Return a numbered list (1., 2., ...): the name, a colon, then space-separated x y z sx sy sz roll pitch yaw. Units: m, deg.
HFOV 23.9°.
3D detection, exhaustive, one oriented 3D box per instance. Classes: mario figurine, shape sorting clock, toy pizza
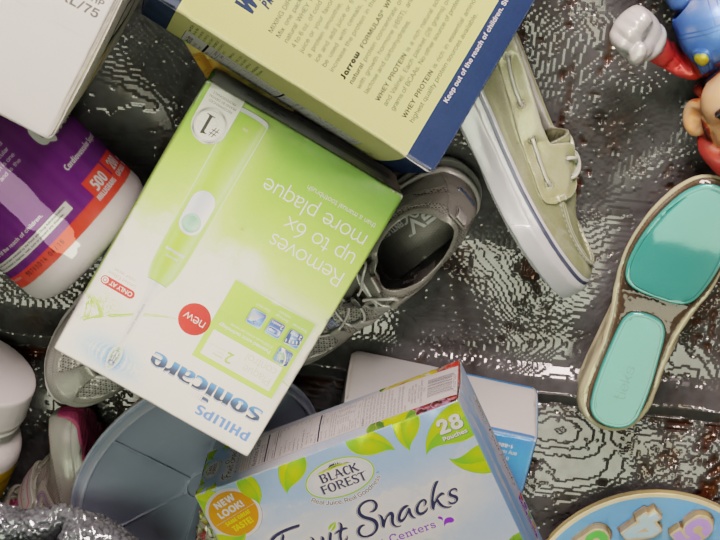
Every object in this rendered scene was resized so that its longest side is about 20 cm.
1. mario figurine: 0.242 -0.144 1.101 0.123 0.106 0.201 -7 109 45
2. shape sorting clock: 0.224 0.261 1.320 0.199 0.039 0.201 1 114 3
3. toy pizza: -0.123 0.149 1.264 0.199 0.032 0.201 -17 131 -20

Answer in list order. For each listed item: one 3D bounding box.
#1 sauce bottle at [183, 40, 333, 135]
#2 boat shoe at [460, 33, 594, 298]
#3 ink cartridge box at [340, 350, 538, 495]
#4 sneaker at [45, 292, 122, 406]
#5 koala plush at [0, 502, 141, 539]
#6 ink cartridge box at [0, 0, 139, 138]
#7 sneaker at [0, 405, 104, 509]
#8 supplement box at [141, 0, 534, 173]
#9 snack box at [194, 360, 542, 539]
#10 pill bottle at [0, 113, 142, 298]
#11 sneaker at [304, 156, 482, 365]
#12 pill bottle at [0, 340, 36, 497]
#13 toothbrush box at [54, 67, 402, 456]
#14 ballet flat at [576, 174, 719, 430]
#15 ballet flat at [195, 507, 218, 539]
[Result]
1. sauce bottle: -0.060 -0.116 1.160 0.064 0.065 0.201 -26 108 14
2. boat shoe: 0.117 -0.075 1.163 0.062 0.072 0.201 -24 107 16
3. ink cartridge box: 0.041 0.178 1.272 0.144 0.085 0.201 11 115 -1
4. sneaker: -0.151 0.032 1.209 0.200 0.082 0.075 -39 104 14
5. koala plush: -0.224 0.281 1.176 0.183 0.201 0.178 -3 137 7
6. ink cartridge box: -0.205 -0.205 1.057 0.146 0.200 0.146 28 113 -8
7. sneaker: -0.241 0.192 1.300 0.088 0.081 0.201 9 113 -1
8. supplement box: -0.001 -0.195 1.049 0.199 0.134 0.201 31 88 -10
9. snack box: 0.010 0.177 1.191 0.199 0.068 0.169 -21 110 12
10. pill bottle: -0.252 -0.082 1.162 0.112 0.113 0.200 -41 106 19
11. sneaker: 0.000 0.000 1.197 0.075 0.082 0.200 41 110 -13
12. pill bottle: -0.320 0.149 1.268 0.114 0.114 0.201 25 113 -7
13. toothbrush box: -0.084 -0.007 1.108 0.145 0.086 0.201 31 101 -8
14. ballet flat: 0.206 0.018 1.202 0.069 0.070 0.201 23 108 -6
15. ballet flat: -0.087 0.241 1.287 0.064 0.076 0.200 -22 131 9
